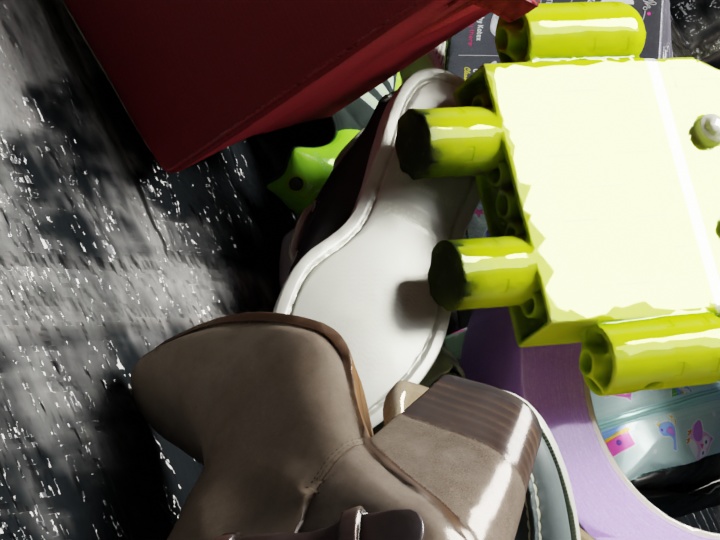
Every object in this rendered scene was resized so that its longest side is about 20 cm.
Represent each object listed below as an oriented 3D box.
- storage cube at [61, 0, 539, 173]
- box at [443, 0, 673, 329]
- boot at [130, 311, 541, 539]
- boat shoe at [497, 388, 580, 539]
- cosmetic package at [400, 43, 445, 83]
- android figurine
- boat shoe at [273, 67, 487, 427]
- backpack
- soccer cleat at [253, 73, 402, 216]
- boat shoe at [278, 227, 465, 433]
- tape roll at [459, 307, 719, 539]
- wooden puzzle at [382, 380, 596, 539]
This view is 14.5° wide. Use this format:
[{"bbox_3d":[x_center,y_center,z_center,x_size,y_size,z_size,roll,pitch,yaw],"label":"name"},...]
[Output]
[{"bbox_3d":[-0.023,-0.167,1.196,0.201,0.179,0.171,60,27,2],"label":"storage cube"},{"bbox_3d":[0.107,-0.049,1.489,0.200,0.114,0.133,77,17,-58],"label":"box"},{"bbox_3d":[-0.037,0.086,0.951,0.146,0.199,0.070,-48,127,-37],"label":"boot"},{"bbox_3d":[0.032,0.143,1.000,0.062,0.072,0.201,-15,115,-75],"label":"boat shoe"},{"bbox_3d":[-0.022,-0.173,1.516,0.201,0.071,0.105,60,16,-15],"label":"cosmetic package"},{"bbox_3d":[0.115,-0.033,1.247,0.199,0.041,0.183,-3,69,-27],"label":"android figurine"},{"bbox_3d":[0.000,0.000,1.231,0.074,0.060,0.201,30,55,-15],"label":"boat shoe"},{"bbox_3d":[0.112,0.077,1.410,0.200,0.167,0.127,-5,69,-58],"label":"backpack"},{"bbox_3d":[-0.021,-0.084,1.387,0.081,0.068,0.200,30,23,-24],"label":"soccer cleat"},{"bbox_3d":[0.019,0.060,1.266,0.072,0.062,0.201,38,28,-60],"label":"boat shoe"},{"bbox_3d":[0.146,0.061,1.296,0.199,0.066,0.201,8,71,-25],"label":"tape roll"},{"bbox_3d":[0.092,0.125,1.108,0.200,0.037,0.185,42,3,12],"label":"wooden puzzle"}]
